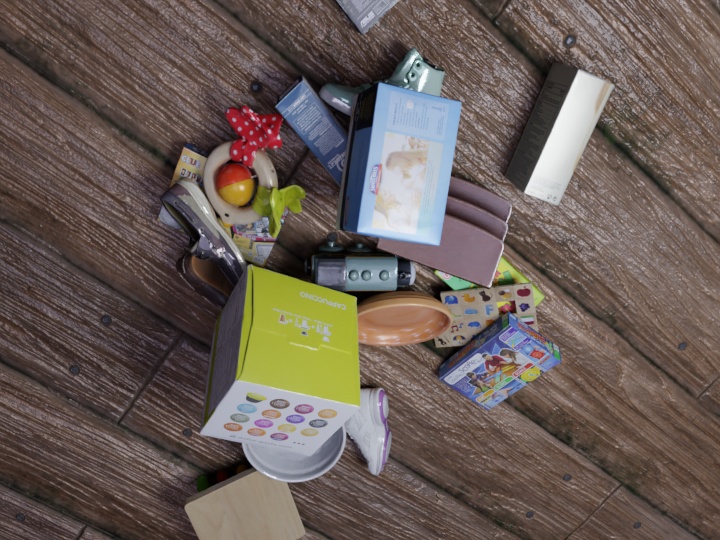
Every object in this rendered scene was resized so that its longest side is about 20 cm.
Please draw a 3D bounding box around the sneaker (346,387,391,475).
[{"bbox_3d":[0.011,0.319,1.208,0.097,0.075,0.205,2,114,14],"label":"sneaker"}]

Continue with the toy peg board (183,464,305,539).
[{"bbox_3d":[-0.241,0.486,1.244,0.195,0.098,0.205,-22,115,-13],"label":"toy peg board"}]

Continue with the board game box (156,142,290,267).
[{"bbox_3d":[-0.226,-0.107,1.016,0.196,0.035,0.138,25,108,-14],"label":"board game box"}]

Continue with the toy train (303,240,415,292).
[{"bbox_3d":[0.000,0.000,1.033,0.194,0.114,0.088,2,102,-6],"label":"toy train"}]

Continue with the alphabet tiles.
[{"bbox_3d":[0.226,0.098,1.114,0.195,0.008,0.170,-6,127,18],"label":"alphabet tiles"}]

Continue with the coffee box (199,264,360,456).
[{"bbox_3d":[-0.127,0.148,0.962,0.195,0.204,0.198,17,138,-22],"label":"coffee box"}]

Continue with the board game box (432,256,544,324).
[{"bbox_3d":[0.233,0.017,1.104,0.199,0.048,0.102,39,104,-18],"label":"board game box"}]

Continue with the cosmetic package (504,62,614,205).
[{"bbox_3d":[0.319,-0.223,0.983,0.069,0.106,0.204,16,112,-13],"label":"cosmetic package"}]

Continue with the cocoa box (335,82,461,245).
[{"bbox_3d":[0.050,-0.148,0.868,0.130,0.131,0.206,7,94,-17],"label":"cocoa box"}]

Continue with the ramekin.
[{"bbox_3d":[-0.125,0.290,1.153,0.194,0.106,0.206,-2,113,-4],"label":"ramekin"}]

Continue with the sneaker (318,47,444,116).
[{"bbox_3d":[0.037,-0.297,0.939,0.195,0.074,0.121,7,119,-19],"label":"sneaker"}]

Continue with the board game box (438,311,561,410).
[{"bbox_3d":[0.261,0.178,1.142,0.134,0.035,0.200,33,128,-16],"label":"board game box"}]

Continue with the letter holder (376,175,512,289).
[{"bbox_3d":[0.143,-0.079,0.993,0.195,0.101,0.146,20,104,7],"label":"letter holder"}]

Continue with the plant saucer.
[{"bbox_3d":[0.066,0.085,1.072,0.194,0.038,0.201,-3,153,-2],"label":"plant saucer"}]

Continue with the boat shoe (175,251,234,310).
[{"bbox_3d":[-0.237,0.035,1.061,0.069,0.071,0.200,-14,130,41],"label":"boat shoe"}]

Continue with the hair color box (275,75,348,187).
[{"bbox_3d":[-0.050,-0.206,0.956,0.060,0.100,0.201,-38,111,10],"label":"hair color box"}]

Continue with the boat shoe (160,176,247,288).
[{"bbox_3d":[-0.251,-0.049,0.970,0.065,0.071,0.203,-40,111,-31],"label":"boat shoe"}]

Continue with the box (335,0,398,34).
[{"bbox_3d":[0.025,-0.481,0.879,0.199,0.044,0.160,-41,110,11],"label":"box"}]

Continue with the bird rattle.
[{"bbox_3d":[-0.179,-0.147,0.936,0.159,0.113,0.204,-17,111,20],"label":"bird rattle"}]
